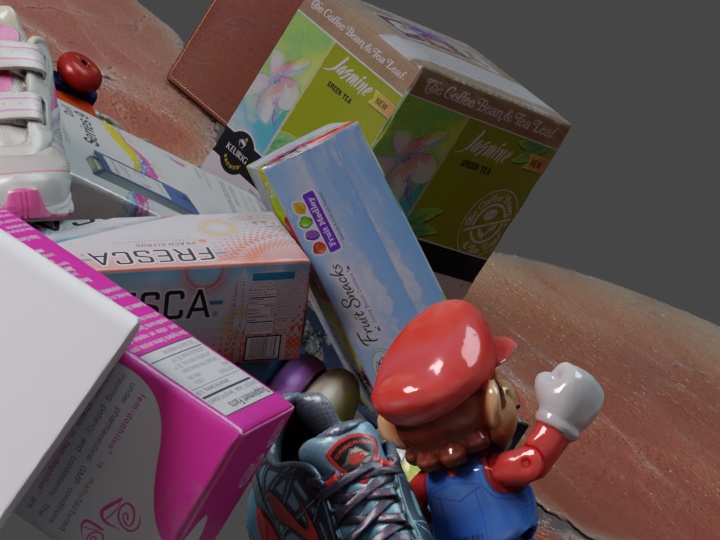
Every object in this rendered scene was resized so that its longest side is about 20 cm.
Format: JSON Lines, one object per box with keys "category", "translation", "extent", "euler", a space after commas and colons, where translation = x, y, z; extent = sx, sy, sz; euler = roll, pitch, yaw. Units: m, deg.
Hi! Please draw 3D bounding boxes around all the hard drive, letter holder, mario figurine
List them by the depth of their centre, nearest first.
{"category": "hard drive", "translation": [-0.222, 0.024, 1.342], "extent": [0.200, 0.132, 0.025], "euler": [32, -19, 5]}
{"category": "mario figurine", "translation": [0.074, 0.112, 1.531], "extent": [0.106, 0.123, 0.200], "euler": [-167, -117, -86]}
{"category": "letter holder", "translation": [-0.043, -0.165, 2.452], "extent": [0.200, 0.142, 0.100], "euler": [40, 15, 35]}

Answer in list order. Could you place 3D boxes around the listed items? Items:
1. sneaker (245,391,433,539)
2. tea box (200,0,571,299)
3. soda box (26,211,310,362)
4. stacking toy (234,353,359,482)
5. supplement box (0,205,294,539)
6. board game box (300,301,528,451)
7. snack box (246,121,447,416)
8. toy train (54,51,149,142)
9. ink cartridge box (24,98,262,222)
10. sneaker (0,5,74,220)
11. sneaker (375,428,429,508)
{"category": "sneaker", "translation": [-0.009, 0.127, 1.475], "extent": [0.079, 0.096, 0.200], "euler": [-13, 29, -24]}
{"category": "tea box", "translation": [0.014, -0.082, 2.140], "extent": [0.134, 0.197, 0.200], "euler": [41, 16, 36]}
{"category": "soda box", "translation": [-0.131, 0.012, 1.560], "extent": [0.200, 0.064, 0.068], "euler": [-2, 26, -22]}
{"category": "stacking toy", "translation": [-0.104, 0.054, 1.639], "extent": [0.200, 0.085, 0.085], "euler": [27, 11, 12]}
{"category": "supplement box", "translation": [-0.149, 0.060, 1.424], "extent": [0.200, 0.101, 0.103], "euler": [34, 12, 10]}
{"category": "board game box", "translation": [0.005, 0.055, 1.964], "extent": [0.200, 0.035, 0.135], "euler": [40, 15, 34]}
{"category": "snack box", "translation": [0.000, 0.000, 1.685], "extent": [0.169, 0.068, 0.200], "euler": [64, -2, -4]}
{"category": "toy train", "translation": [-0.192, -0.083, 1.945], "extent": [0.200, 0.085, 0.116], "euler": [19, 28, -44]}
{"category": "ink cartridge box", "translation": [-0.153, -0.026, 1.784], "extent": [0.200, 0.088, 0.145], "euler": [25, 15, -21]}
{"category": "sneaker", "translation": [-0.209, -0.089, 1.610], "extent": [0.081, 0.088, 0.200], "euler": [-5, 27, -17]}
{"category": "sneaker", "translation": [0.038, 0.140, 1.677], "extent": [0.105, 0.076, 0.200], "euler": [50, 12, -1]}
